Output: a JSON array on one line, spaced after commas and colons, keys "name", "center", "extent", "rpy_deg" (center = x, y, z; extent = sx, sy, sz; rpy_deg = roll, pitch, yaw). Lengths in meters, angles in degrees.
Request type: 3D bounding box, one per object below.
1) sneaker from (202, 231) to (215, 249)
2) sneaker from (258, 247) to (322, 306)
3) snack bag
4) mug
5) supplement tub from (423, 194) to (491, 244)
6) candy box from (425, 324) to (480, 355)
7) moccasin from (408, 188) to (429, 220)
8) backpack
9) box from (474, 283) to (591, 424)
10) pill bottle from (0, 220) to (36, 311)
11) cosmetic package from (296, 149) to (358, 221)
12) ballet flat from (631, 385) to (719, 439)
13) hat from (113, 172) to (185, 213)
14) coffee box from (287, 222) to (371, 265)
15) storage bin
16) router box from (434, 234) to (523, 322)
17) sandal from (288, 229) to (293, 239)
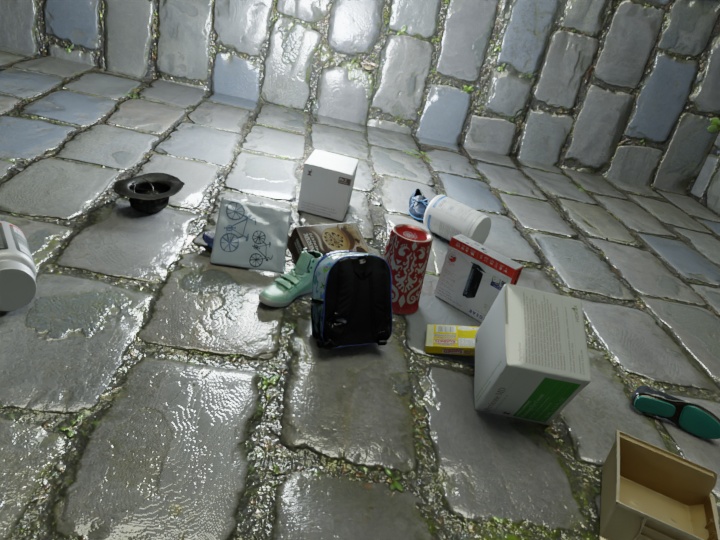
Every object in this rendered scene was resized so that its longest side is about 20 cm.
[{"name": "sneaker", "center": [-0.329, -0.093, 1.626], "extent": [0.198, 0.079, 0.075], "rpy_deg": [1, 28, -26]}, {"name": "sneaker", "center": [-0.168, 0.010, 1.457], "extent": [0.073, 0.119, 0.200], "rpy_deg": [29, 31, 25]}, {"name": "snack bag", "center": [-0.284, -0.094, 1.585], "extent": [0.198, 0.191, 0.021], "rpy_deg": [8, -18, -11]}, {"name": "mug", "center": [0.098, -0.017, 1.550], "extent": [0.132, 0.202, 0.178], "rpy_deg": [-4, 32, -32]}, {"name": "supplement tub", "center": [0.326, -0.162, 2.030], "extent": [0.199, 0.133, 0.131], "rpy_deg": [32, 31, 30]}, {"name": "candy box", "center": [0.254, 0.165, 1.415], "extent": [0.198, 0.027, 0.102], "rpy_deg": [3, 27, 8]}, {"name": "moccasin", "center": [0.211, -0.248, 2.214], "extent": [0.080, 0.069, 0.200], "rpy_deg": [7, 27, -13]}, {"name": "backpack", "center": [-0.027, 0.057, 1.340], "extent": [0.181, 0.202, 0.147], "rpy_deg": [-1, 10, -25]}, {"name": "box", "center": [0.343, 0.173, 1.231], "extent": [0.170, 0.200, 0.201], "rpy_deg": [12, 51, -2]}, {"name": "pill bottle", "center": [-0.730, -0.010, 1.220], "extent": [0.113, 0.115, 0.200], "rpy_deg": [-6, 32, -35]}, {"name": "cosmetic package", "center": [-0.108, -0.292, 2.031], "extent": [0.163, 0.166, 0.200], "rpy_deg": [14, 25, 1]}, {"name": "ballet flat", "center": [0.718, 0.313, 1.358], "extent": [0.198, 0.074, 0.073], "rpy_deg": [20, 26, 16]}, {"name": "hat", "center": [-0.603, -0.212, 1.728], "extent": [0.198, 0.082, 0.201], "rpy_deg": [4, 28, -2]}, {"name": "coffee box", "center": [-0.086, -0.060, 1.633], "extent": [0.198, 0.080, 0.114], "rpy_deg": [-8, 60, -34]}, {"name": "storage bin", "center": [0.525, 0.409, 1.039], "extent": [0.197, 0.095, 0.200], "rpy_deg": [21, 27, 15]}, {"name": "router box", "center": [0.309, 0.028, 1.590], "extent": [0.199, 0.181, 0.049], "rpy_deg": [30, 30, 31]}, {"name": "sandal", "center": [-0.122, -0.083, 1.735], "extent": [0.199, 0.054, 0.080], "rpy_deg": [25, 29, 20]}]
